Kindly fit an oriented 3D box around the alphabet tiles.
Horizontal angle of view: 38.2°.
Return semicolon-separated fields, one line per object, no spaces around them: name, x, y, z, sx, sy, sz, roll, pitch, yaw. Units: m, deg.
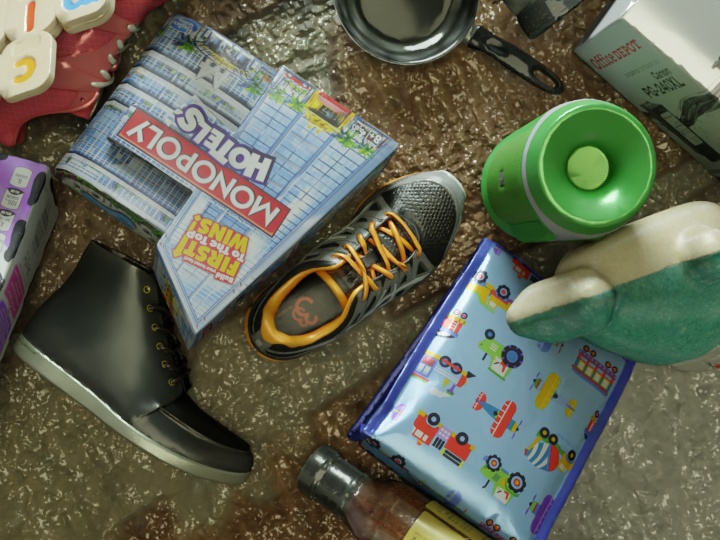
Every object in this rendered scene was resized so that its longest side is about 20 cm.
alphabet tiles;-0.260;-0.186;0.728;0.198;0.015;0.197;-15;59;13

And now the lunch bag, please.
lunch bag;0.109;0.084;0.775;0.150;0.094;0.201;36;78;-1

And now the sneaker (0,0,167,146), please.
sneaker;-0.204;-0.161;0.768;0.199;0.074;0.087;-28;102;5

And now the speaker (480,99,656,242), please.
speaker;0.135;-0.063;0.710;0.087;0.200;0.090;0;91;-3

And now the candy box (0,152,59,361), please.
candy box;-0.323;0.006;0.716;0.166;0.072;0.202;14;63;-3

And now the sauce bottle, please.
sauce bottle;0.043;0.196;0.751;0.199;0.066;0.066;32;89;24

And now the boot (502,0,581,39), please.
boot;0.160;-0.280;0.766;0.199;0.070;0.132;-38;92;-12

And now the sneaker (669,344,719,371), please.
sneaker;0.310;0.006;0.796;0.199;0.077;0.082;-29;61;4

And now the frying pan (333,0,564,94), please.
frying pan;0.071;-0.206;0.790;0.188;0.031;0.116;10;90;-7

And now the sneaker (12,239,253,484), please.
sneaker;-0.146;0.068;0.762;0.199;0.075;0.107;33;89;-1

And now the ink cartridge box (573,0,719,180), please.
ink cartridge box;0.262;-0.136;0.742;0.199;0.145;0.084;40;91;-3

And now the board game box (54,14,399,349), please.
board game box;-0.108;-0.059;0.740;0.199;0.062;0.201;33;70;-3

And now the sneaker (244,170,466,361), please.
sneaker;0.000;0.000;0.767;0.200;0.077;0.078;-41;91;-3

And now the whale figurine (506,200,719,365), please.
whale figurine;0.186;0.023;0.704;0.199;0.158;0.105;-18;87;-47
